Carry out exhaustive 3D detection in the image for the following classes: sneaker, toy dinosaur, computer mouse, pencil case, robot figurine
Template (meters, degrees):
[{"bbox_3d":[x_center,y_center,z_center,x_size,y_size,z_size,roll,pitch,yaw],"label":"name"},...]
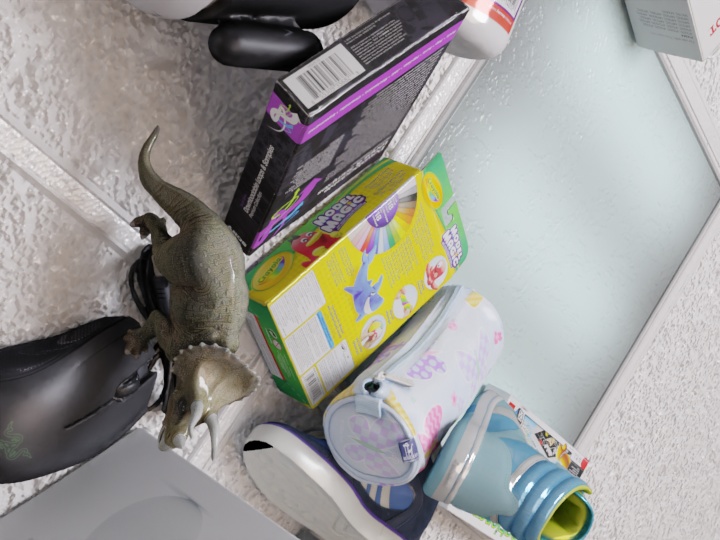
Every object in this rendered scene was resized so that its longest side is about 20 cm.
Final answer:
[{"bbox_3d":[0.131,0.168,0.951,0.080,0.130,0.200,-65,169,15],"label":"sneaker"},{"bbox_3d":[-0.101,0.011,0.738,0.077,0.102,0.202,3,90,-44],"label":"toy dinosaur"},{"bbox_3d":[-0.003,0.146,0.980,0.200,0.080,0.147,46,51,-29],"label":"sneaker"},{"bbox_3d":[-0.183,0.077,0.767,0.199,0.053,0.139,-27,125,-35],"label":"computer mouse"},{"bbox_3d":[0.047,0.088,0.944,0.200,0.083,0.091,-42,123,-52],"label":"pencil case"},{"bbox_3d":[-0.066,-0.210,0.704,0.199,0.150,0.125,-7,137,-44],"label":"robot figurine"}]

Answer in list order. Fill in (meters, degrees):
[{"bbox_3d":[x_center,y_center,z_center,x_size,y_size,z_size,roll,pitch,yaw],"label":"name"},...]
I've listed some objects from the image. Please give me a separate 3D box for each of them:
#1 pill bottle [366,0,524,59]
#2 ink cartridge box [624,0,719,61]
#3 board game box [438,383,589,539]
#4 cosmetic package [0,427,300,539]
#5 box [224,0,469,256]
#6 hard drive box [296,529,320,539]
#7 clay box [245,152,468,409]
[{"bbox_3d":[0.087,-0.264,0.848,0.112,0.112,0.201,22,91,-48],"label":"pill bottle"},{"bbox_3d":[0.301,-0.317,1.063,0.147,0.083,0.200,-48,134,-19],"label":"ink cartridge box"},{"bbox_3d":[0.153,0.210,1.182,0.200,0.035,0.127,39,79,-47],"label":"board game box"},{"bbox_3d":[-0.156,0.236,0.755,0.199,0.199,0.124,-30,127,-33],"label":"cosmetic package"},{"bbox_3d":[-0.017,-0.098,0.786,0.143,0.036,0.200,-38,170,-28],"label":"box"},{"bbox_3d":[-0.052,0.353,1.005,0.156,0.077,0.201,-39,131,-27],"label":"hard drive box"},{"bbox_3d":[0.000,0.000,0.923,0.200,0.047,0.115,-42,133,-26],"label":"clay box"}]
